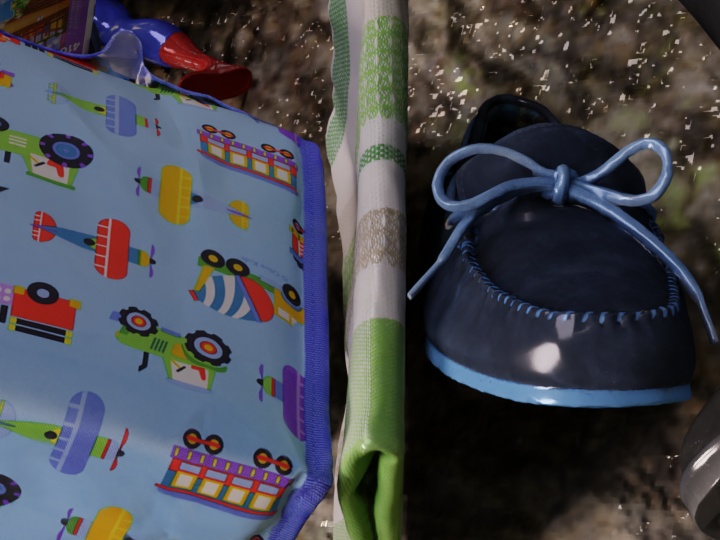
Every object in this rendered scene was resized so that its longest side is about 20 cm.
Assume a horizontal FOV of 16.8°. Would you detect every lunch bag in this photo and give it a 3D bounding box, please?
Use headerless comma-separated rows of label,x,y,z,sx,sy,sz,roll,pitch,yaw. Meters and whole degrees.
lunch bag,-0.087,-0.006,0.744,0.094,0.149,0.201,119,162,-44

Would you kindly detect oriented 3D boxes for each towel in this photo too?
towel,0.000,0.000,0.760,0.030,0.150,0.201,0,57,1

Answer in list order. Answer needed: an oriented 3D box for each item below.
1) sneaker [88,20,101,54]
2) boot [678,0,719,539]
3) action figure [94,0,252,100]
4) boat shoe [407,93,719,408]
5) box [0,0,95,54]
sneaker,-0.195,-0.057,0.935,0.198,0.078,0.085,-14,31,6
boot,0.132,-0.038,0.712,0.164,0.066,0.201,-33,49,11
action figure,-0.116,-0.119,0.993,0.199,0.051,0.066,25,117,49
boat shoe,0.046,-0.011,0.706,0.200,0.083,0.069,-134,48,-72
box,-0.181,-0.074,0.813,0.039,0.199,0.137,52,148,26
